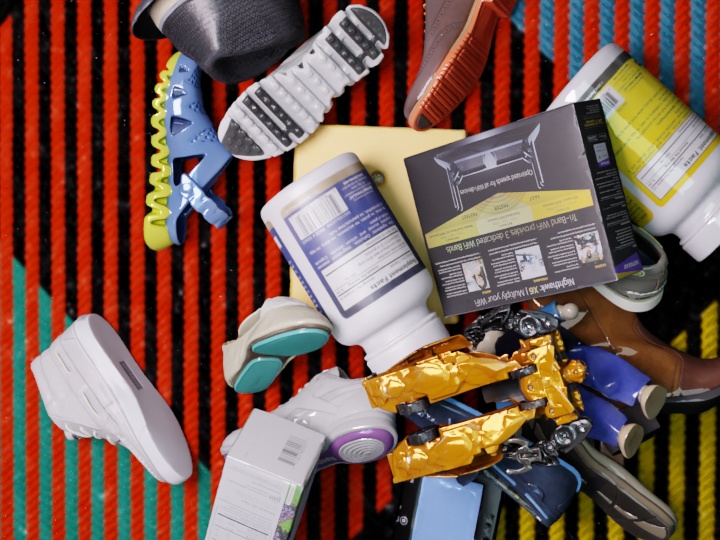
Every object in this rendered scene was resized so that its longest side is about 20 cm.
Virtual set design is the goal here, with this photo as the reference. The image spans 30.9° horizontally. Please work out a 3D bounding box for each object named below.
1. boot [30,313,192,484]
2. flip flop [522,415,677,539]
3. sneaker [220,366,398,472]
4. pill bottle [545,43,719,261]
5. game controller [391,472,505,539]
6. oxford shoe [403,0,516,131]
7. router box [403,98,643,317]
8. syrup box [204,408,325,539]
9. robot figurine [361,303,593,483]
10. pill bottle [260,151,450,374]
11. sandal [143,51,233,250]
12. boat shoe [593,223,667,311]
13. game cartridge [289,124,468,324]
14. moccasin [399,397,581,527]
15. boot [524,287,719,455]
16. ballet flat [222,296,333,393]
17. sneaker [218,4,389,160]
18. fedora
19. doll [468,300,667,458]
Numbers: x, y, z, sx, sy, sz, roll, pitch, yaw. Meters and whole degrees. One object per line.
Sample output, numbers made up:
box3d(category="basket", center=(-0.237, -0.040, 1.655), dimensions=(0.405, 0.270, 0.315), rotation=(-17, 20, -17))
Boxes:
box3d(category="boot", center=(-0.258, 0.151, 1.340), dimensions=(0.095, 0.073, 0.201), rotation=(-37, 78, 14))
box3d(category="flip flop", center=(0.231, 0.178, 1.259), dimensions=(0.199, 0.081, 0.058), rotation=(41, 64, 6))
box3d(category="sneaker", center=(-0.048, 0.154, 1.308), dimensions=(0.198, 0.075, 0.101), rotation=(-15, 48, 23))
box3d(category="pill bottle", center=(0.271, -0.107, 1.218), dimensions=(0.200, 0.112, 0.113), rotation=(43, 98, 5))
box3d(category="game controller", center=(0.084, 0.258, 1.296), dimensions=(0.103, 0.042, 0.203), rotation=(11, 93, 9))
box3d(category="oxford shoe", center=(0.089, -0.231, 1.272), dimensions=(0.072, 0.071, 0.202), rotation=(29, 87, 25))
box3d(category="router box", center=(0.145, -0.053, 1.195), dimensions=(0.198, 0.052, 0.159), rotation=(-13, 91, 41))
box3d(category="syrup box", center=(-0.101, 0.243, 1.264), dimensions=(0.080, 0.079, 0.202), rotation=(20, 123, 6))
box3d(category="robot figurine", center=(0.108, 0.112, 1.153), dimensions=(0.198, 0.058, 0.147), rotation=(-18, 91, 17))
box3d(category="pill bottle", center=(0.000, 0.000, 1.238), dimensions=(0.110, 0.111, 0.201), rotation=(-32, 89, 9))
box3d(category="sandal", center=(-0.167, -0.119, 1.311), dimensions=(0.086, 0.080, 0.203), rotation=(4, 101, 5))
box3d(category="boat shoe", center=(0.203, -0.041, 1.230), dimensions=(0.201, 0.061, 0.072), rotation=(36, 59, 24))
box3d(category="game cartridge", center=(0.017, -0.043, 1.305), dimensions=(0.174, 0.032, 0.203), rotation=(3, 95, 9))
box3d(category="moccasin", center=(0.111, 0.174, 1.227), dimensions=(0.198, 0.081, 0.069), rotation=(28, 81, 7))
box3d(category="boot", center=(0.268, 0.052, 1.255), dimensions=(0.186, 0.069, 0.202), rotation=(-25, 71, -4))
box3d(category="ballet flat", center=(-0.086, 0.061, 1.261), dimensions=(0.069, 0.200, 0.070), rotation=(12, 63, -25))
box3d(category="sneaker", center=(-0.055, -0.183, 1.286), dimensions=(0.199, 0.081, 0.075), rotation=(-38, 106, 8))
box3d(category="fedora", center=(-0.114, -0.236, 1.230), dimensions=(0.199, 0.201, 0.092), rotation=(-30, 86, 9))
box3d(category="doll", center=(0.175, 0.097, 1.199), dimensions=(0.199, 0.048, 0.137), rotation=(30, 87, 35))
